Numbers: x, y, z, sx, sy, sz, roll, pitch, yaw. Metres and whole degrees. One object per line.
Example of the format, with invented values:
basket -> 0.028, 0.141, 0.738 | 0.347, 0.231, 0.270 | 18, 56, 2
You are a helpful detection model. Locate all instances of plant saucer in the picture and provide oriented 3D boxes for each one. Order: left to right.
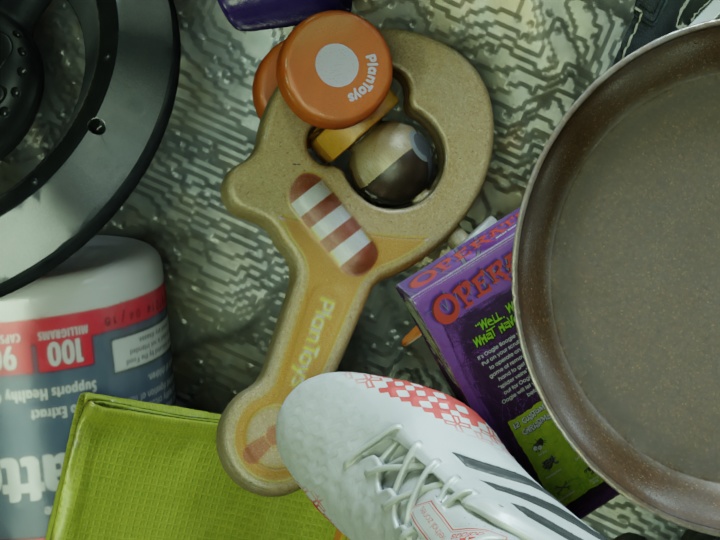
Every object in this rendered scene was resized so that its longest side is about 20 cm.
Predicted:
plant saucer -> 0.154, 0.003, 1.094 | 0.199, 0.032, 0.202 | 0, 89, -6

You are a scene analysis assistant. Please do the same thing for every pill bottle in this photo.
pill bottle -> -0.134, 0.093, 1.202 | 0.119, 0.120, 0.202 | -3, 101, 12

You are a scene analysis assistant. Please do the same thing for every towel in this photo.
towel -> -0.033, 0.109, 1.176 | 0.199, 0.018, 0.087 | 12, 91, -26

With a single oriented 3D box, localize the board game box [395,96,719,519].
board game box -> 0.127, 0.006, 1.133 | 0.199, 0.032, 0.121 | -31, 112, -7

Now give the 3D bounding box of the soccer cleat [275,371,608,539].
soccer cleat -> 0.038, 0.098, 1.060 | 0.200, 0.085, 0.069 | 36, 102, 27

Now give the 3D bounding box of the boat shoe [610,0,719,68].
boat shoe -> 0.149, -0.124, 1.133 | 0.060, 0.075, 0.200 | 51, 118, 28

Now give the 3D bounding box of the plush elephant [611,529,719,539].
plush elephant -> 0.171, 0.152, 1.134 | 0.164, 0.155, 0.201 | -12, 99, 13

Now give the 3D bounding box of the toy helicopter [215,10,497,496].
toy helicopter -> 0.000, 0.000, 1.156 | 0.132, 0.079, 0.201 | 22, 81, -9

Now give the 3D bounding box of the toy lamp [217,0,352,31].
toy lamp -> 0.033, -0.150, 1.155 | 0.199, 0.058, 0.059 | -20, 97, 12

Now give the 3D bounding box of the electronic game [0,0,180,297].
electronic game -> -0.168, -0.073, 1.167 | 0.199, 0.042, 0.201 | -9, 61, 16
